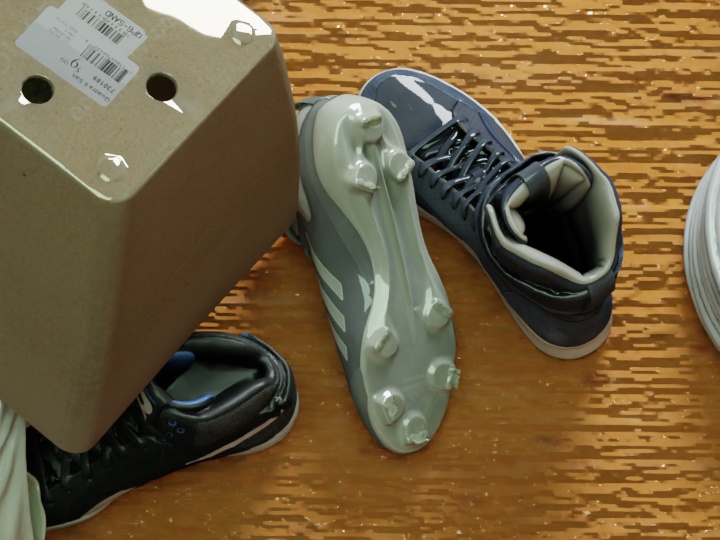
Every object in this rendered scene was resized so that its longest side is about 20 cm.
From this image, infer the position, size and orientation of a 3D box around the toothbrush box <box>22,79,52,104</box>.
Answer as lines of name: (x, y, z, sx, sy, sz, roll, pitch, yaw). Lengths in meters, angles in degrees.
toothbrush box: (-0.236, -0.048, 1.371, 0.145, 0.086, 0.200, 39, 77, 9)

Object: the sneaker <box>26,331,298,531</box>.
sneaker: (-0.132, 0.079, 1.319, 0.199, 0.112, 0.074, -20, 73, -5)

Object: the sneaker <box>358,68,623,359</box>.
sneaker: (0.071, -0.054, 1.340, 0.077, 0.146, 0.203, -40, 75, -9)

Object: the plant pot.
plant pot: (-0.144, -0.070, 1.222, 0.199, 0.177, 0.200, 37, 58, 7)

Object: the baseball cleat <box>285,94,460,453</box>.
baseball cleat: (0.000, 0.000, 1.369, 0.069, 0.106, 0.202, -12, 100, -32)

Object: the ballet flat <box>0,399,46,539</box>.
ballet flat: (-0.197, 0.095, 1.283, 0.069, 0.069, 0.202, -4, 74, -1)

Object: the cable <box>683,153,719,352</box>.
cable: (0.282, -0.012, 1.362, 0.198, 0.069, 0.202, -9, 74, -2)
